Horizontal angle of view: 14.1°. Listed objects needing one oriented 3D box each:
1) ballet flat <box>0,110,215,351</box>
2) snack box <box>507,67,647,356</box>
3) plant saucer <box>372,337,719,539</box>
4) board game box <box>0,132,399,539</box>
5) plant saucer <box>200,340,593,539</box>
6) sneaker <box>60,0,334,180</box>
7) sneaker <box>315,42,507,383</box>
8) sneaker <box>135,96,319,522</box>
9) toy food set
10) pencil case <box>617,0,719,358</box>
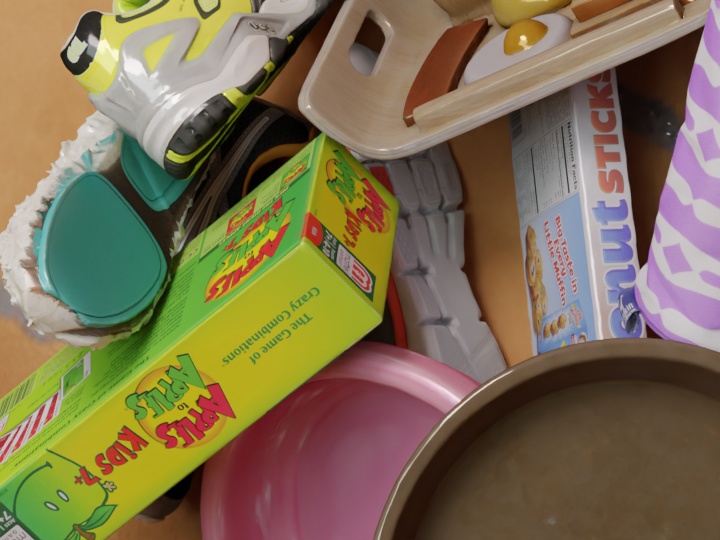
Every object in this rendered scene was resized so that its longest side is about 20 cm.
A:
[{"bbox_3d":[-0.110,-0.017,1.203,0.071,0.200,0.072,7,119,12],"label":"ballet flat"},{"bbox_3d":[0.091,0.008,1.204,0.072,0.024,0.201,145,121,-67],"label":"snack box"},{"bbox_3d":[0.100,0.124,1.102,0.199,0.029,0.201,0,94,-2],"label":"plant saucer"},{"bbox_3d":[-0.074,0.038,1.190,0.200,0.102,0.048,-39,109,22],"label":"board game box"},{"bbox_3d":[0.025,0.119,1.198,0.200,0.051,0.201,17,119,34],"label":"plant saucer"},{"bbox_3d":[-0.058,-0.114,1.239,0.076,0.200,0.075,37,120,-1],"label":"sneaker"},{"bbox_3d":[0.000,0.000,1.256,0.082,0.077,0.201,-25,70,32],"label":"sneaker"},{"bbox_3d":[-0.070,0.014,1.293,0.077,0.078,0.201,10,87,26],"label":"sneaker"},{"bbox_3d":[0.077,-0.130,1.186,0.199,0.144,0.061,-23,113,26],"label":"toy food set"},{"bbox_3d":[0.160,-0.059,1.086,0.084,0.086,0.201,12,121,-3],"label":"pencil case"}]
